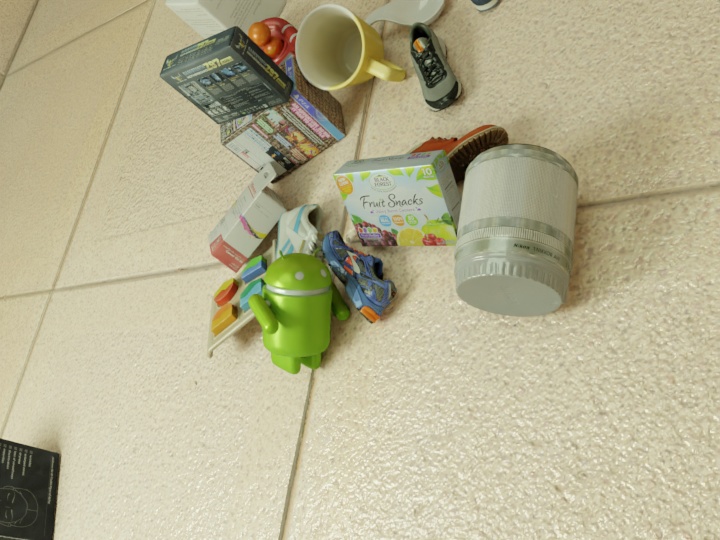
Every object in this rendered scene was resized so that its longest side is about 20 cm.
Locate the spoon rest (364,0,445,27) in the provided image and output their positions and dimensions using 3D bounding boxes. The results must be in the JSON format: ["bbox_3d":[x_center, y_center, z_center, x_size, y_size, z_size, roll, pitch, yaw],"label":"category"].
[{"bbox_3d":[0.081,-0.503,1.403,0.197,0.060,0.101,-18,56,33],"label":"spoon rest"}]

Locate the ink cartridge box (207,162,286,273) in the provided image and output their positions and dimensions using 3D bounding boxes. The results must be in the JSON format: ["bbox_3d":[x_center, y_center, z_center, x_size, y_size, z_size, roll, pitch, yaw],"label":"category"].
[{"bbox_3d":[-0.213,-0.107,1.399,0.201,0.067,0.117,-50,25,7],"label":"ink cartridge box"}]

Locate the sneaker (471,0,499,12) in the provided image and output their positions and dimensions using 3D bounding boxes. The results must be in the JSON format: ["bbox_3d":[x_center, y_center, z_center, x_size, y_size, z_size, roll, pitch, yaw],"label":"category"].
[{"bbox_3d":[0.246,-0.579,1.292,0.069,0.082,0.203,8,72,42],"label":"sneaker"}]

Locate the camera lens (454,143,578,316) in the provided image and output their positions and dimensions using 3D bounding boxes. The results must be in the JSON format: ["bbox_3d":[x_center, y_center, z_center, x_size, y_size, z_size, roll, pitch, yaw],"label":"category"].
[{"bbox_3d":[0.213,-0.057,0.974,0.158,0.159,0.203,-6,63,37],"label":"camera lens"}]

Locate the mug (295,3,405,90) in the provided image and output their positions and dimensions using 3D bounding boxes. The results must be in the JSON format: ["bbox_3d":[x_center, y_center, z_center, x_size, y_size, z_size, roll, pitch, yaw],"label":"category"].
[{"bbox_3d":[-0.017,-0.408,1.369,0.148,0.153,0.188,-33,85,27],"label":"mug"}]

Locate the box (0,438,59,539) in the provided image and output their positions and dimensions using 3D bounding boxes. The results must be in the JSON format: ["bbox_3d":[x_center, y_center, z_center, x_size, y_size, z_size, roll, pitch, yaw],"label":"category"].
[{"bbox_3d":[-0.739,0.465,1.448,0.123,0.196,0.203,-30,51,24],"label":"box"}]

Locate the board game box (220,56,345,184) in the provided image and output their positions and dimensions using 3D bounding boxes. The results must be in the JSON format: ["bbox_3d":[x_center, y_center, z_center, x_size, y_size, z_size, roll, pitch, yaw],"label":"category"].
[{"bbox_3d":[-0.156,-0.293,1.413,0.198,0.159,0.098,-28,51,23],"label":"board game box"}]

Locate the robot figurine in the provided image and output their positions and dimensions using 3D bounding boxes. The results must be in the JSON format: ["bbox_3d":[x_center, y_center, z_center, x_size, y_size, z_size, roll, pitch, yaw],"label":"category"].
[{"bbox_3d":[-0.105,0.064,1.173,0.115,0.173,0.204,18,109,49],"label":"robot figurine"}]

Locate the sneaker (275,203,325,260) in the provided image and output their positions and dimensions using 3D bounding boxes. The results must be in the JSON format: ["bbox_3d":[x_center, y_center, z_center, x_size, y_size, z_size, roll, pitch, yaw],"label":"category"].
[{"bbox_3d":[-0.103,-0.033,1.284,0.080,0.076,0.203,-19,58,24],"label":"sneaker"}]

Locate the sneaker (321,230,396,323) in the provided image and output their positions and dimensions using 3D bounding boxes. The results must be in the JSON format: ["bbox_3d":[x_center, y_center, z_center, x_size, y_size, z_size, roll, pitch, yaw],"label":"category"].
[{"bbox_3d":[0.000,0.000,1.193,0.078,0.075,0.201,-36,53,2],"label":"sneaker"}]

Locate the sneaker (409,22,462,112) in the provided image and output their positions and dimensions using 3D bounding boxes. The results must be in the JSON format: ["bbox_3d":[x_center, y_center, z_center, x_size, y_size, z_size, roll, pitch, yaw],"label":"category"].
[{"bbox_3d":[0.125,-0.366,1.277,0.073,0.079,0.203,-29,52,21],"label":"sneaker"}]

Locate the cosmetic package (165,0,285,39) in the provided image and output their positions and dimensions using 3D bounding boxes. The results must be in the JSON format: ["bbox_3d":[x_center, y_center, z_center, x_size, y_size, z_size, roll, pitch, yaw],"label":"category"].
[{"bbox_3d":[-0.327,-0.653,1.727,0.166,0.199,0.169,19,79,43],"label":"cosmetic package"}]

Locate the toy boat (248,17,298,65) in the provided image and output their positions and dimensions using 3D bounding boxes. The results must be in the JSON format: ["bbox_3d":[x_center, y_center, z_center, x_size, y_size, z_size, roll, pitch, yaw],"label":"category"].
[{"bbox_3d":[-0.200,-0.504,1.586,0.131,0.130,0.201,-45,46,10],"label":"toy boat"}]

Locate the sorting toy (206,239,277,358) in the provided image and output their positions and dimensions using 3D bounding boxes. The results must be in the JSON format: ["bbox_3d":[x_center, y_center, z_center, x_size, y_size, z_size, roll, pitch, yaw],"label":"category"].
[{"bbox_3d":[-0.224,0.045,1.329,0.200,0.036,0.186,-42,27,15],"label":"sorting toy"}]

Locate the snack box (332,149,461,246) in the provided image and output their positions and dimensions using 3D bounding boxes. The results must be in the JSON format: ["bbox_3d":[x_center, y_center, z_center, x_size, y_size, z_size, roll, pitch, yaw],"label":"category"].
[{"bbox_3d":[0.065,-0.111,1.138,0.197,0.144,0.053,0,34,40],"label":"snack box"}]

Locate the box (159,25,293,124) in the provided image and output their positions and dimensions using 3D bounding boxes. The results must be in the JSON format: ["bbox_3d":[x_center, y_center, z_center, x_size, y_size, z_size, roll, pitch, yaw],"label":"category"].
[{"bbox_3d":[-0.245,-0.350,1.296,0.197,0.157,0.052,-7,60,37],"label":"box"}]

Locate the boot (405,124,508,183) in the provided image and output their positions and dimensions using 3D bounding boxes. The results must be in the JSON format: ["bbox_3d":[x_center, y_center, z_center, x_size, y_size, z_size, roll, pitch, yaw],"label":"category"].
[{"bbox_3d":[0.148,-0.195,1.170,0.198,0.075,0.109,-30,46,25],"label":"boot"}]
